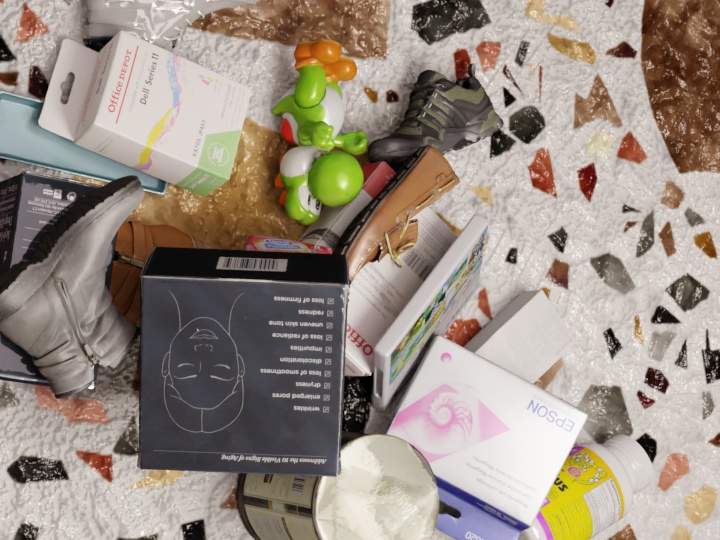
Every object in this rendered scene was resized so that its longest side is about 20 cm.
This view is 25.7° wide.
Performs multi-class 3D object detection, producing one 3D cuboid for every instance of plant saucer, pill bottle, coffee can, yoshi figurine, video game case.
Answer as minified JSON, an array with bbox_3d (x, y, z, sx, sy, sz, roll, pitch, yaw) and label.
[{"bbox_3d":[-0.297,-0.134,1.679,0.200,0.019,0.070,12,82,-28],"label":"plant saucer"},{"bbox_3d":[0.255,0.274,1.898,0.200,0.104,0.104,-27,100,-27],"label":"pill bottle"},{"bbox_3d":[-0.027,0.244,1.696,0.146,0.200,0.147,1,87,-28],"label":"coffee can"},{"bbox_3d":[-0.033,-0.150,1.755,0.112,0.112,0.201,11,77,-20],"label":"yoshi figurine"},{"bbox_3d":[0.077,0.051,1.786,0.022,0.182,0.200,33,69,14],"label":"video game case"}]

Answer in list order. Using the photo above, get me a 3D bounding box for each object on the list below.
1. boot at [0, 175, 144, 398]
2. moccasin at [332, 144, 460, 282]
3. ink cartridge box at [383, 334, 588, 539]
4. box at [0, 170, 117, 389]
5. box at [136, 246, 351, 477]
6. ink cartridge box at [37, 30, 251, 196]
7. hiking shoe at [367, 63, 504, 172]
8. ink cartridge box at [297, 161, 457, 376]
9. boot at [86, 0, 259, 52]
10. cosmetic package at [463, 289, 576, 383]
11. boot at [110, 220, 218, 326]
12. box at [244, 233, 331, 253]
[{"bbox_3d":[-0.253,0.015,1.506,0.200,0.070,0.132,-45,110,-11],"label":"boot"},{"bbox_3d":[0.037,-0.047,1.730,0.078,0.074,0.201,44,59,-6],"label":"moccasin"},{"bbox_3d":[0.127,0.205,1.797,0.196,0.043,0.200,27,87,0],"label":"ink cartridge box"},{"bbox_3d":[-0.322,0.013,1.583,0.107,0.148,0.201,10,82,-26],"label":"box"},{"bbox_3d":[-0.113,0.088,1.549,0.199,0.124,0.197,3,104,-2],"label":"box"},{"bbox_3d":[-0.227,-0.172,1.672,0.200,0.067,0.117,21,67,-24],"label":"ink cartridge box"},{"bbox_3d":[0.074,-0.179,1.851,0.200,0.076,0.101,-23,90,-39],"label":"hiking shoe"},{"bbox_3d":[0.000,0.000,1.790,0.147,0.083,0.200,45,69,-17],"label":"ink cartridge box"},{"bbox_3d":[-0.201,-0.281,1.715,0.199,0.074,0.096,3,92,-19],"label":"boot"},{"bbox_3d":[0.161,0.116,1.887,0.200,0.051,0.083,-40,102,-23],"label":"cosmetic package"},{"bbox_3d":[-0.218,0.046,1.661,0.155,0.077,0.201,18,73,-39],"label":"boot"},{"bbox_3d":[-0.090,0.073,1.661,0.095,0.100,0.201,9,105,-3],"label":"box"}]
